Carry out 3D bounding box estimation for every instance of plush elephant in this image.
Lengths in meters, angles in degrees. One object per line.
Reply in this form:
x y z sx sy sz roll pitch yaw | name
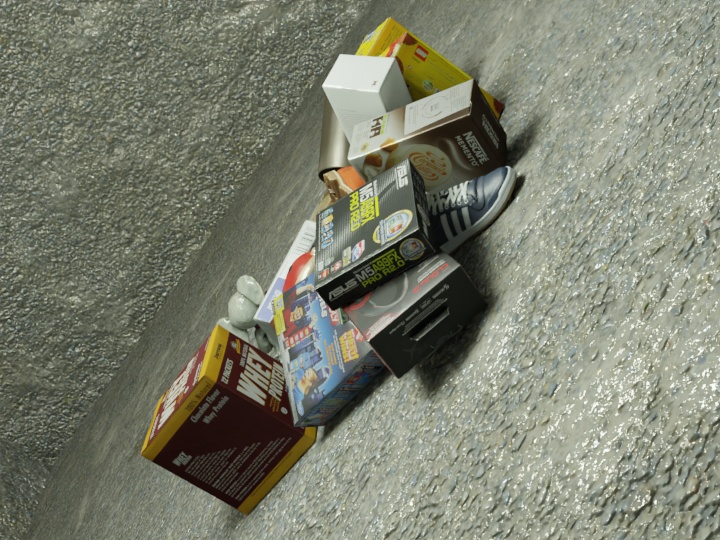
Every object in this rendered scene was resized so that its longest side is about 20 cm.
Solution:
-0.179 0.078 1.924 0.165 0.154 0.200 -51 12 25 | plush elephant

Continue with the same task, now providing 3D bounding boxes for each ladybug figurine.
-0.080 0.049 1.696 0.136 0.072 0.201 -31 -46 -49 | ladybug figurine

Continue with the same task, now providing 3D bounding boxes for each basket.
-0.013 -0.268 2.011 0.180 0.135 0.202 50 -135 -64 | basket

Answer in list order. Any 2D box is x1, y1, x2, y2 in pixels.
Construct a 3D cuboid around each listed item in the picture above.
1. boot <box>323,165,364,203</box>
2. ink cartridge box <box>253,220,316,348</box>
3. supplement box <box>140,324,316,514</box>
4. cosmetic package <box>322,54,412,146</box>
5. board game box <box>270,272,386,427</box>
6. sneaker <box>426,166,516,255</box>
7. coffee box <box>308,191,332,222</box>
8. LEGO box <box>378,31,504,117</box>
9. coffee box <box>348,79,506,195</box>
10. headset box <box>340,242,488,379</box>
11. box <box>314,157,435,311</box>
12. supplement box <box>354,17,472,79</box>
0.017 -0.126 1.695 0.106 0.075 0.200 -20 32 -9 | boot
-0.090 0.047 1.802 0.043 0.200 0.197 16 68 28 | ink cartridge box
-0.199 0.233 1.627 0.197 0.199 0.133 -49 18 27 | supplement box
0.028 -0.235 1.612 0.101 0.200 0.072 11 60 28 | cosmetic package
-0.034 0.100 1.508 0.199 0.061 0.201 -31 63 41 | board game box
0.121 -0.095 1.451 0.200 0.108 0.070 -44 21 41 | sneaker
-0.028 -0.105 1.979 0.115 0.079 0.200 -64 16 -21 | coffee box
0.103 -0.265 1.665 0.149 0.199 0.078 -28 33 59 | LEGO box
0.098 -0.178 1.507 0.199 0.114 0.080 -18 40 28 | coffee box
0.060 0.037 1.329 0.148 0.075 0.200 -39 27 -1 | headset box
0.015 -0.052 1.387 0.160 0.044 0.201 -30 28 17 | box
0.086 -0.335 1.852 0.110 0.199 0.109 -61 15 -15 | supplement box
